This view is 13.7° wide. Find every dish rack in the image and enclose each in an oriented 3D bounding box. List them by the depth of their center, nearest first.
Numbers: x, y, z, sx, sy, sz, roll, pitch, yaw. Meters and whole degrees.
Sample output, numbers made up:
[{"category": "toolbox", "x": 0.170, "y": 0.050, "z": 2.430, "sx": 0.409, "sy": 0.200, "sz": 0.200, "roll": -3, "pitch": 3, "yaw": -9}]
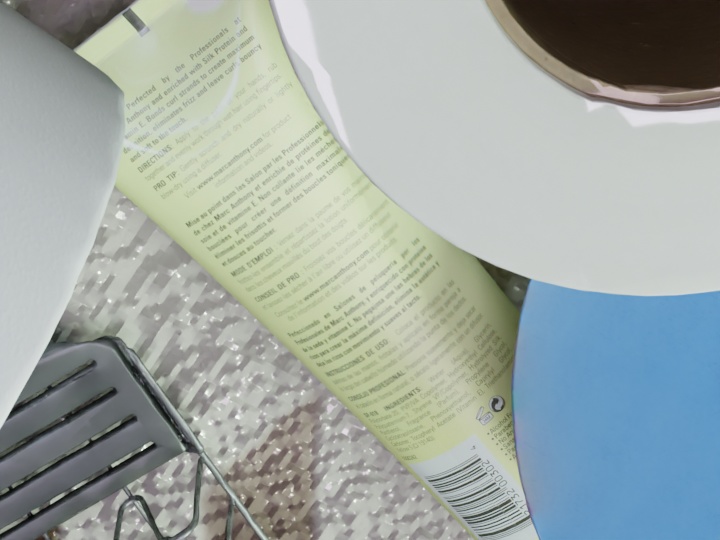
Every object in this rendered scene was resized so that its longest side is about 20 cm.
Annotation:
[{"category": "dish rack", "x": -0.079, "y": 0.122, "z": 0.864, "sx": 0.153, "sy": 0.055, "sz": 0.200, "roll": -31, "pitch": 113, "yaw": 5}]

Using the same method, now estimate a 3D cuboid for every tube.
[{"category": "tube", "x": 0.000, "y": 0.000, "z": 0.829, "sx": 0.200, "sy": 0.052, "sz": 0.058, "roll": 47, "pitch": 64, "yaw": -19}]

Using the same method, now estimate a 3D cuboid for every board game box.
[{"category": "board game box", "x": 0.131, "y": 0.044, "z": 0.838, "sx": 0.200, "sy": 0.039, "sz": 0.158, "roll": 31, "pitch": 68, "yaw": -8}]

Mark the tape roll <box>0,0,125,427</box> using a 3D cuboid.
[{"category": "tape roll", "x": -0.142, "y": 0.016, "z": 0.732, "sx": 0.071, "sy": 0.203, "sz": 0.203, "roll": 34, "pitch": 105, "yaw": -19}]

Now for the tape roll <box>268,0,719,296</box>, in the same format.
[{"category": "tape roll", "x": 0.067, "y": -0.112, "z": 0.737, "sx": 0.202, "sy": 0.139, "sz": 0.203, "roll": -3, "pitch": 113, "yaw": -7}]
